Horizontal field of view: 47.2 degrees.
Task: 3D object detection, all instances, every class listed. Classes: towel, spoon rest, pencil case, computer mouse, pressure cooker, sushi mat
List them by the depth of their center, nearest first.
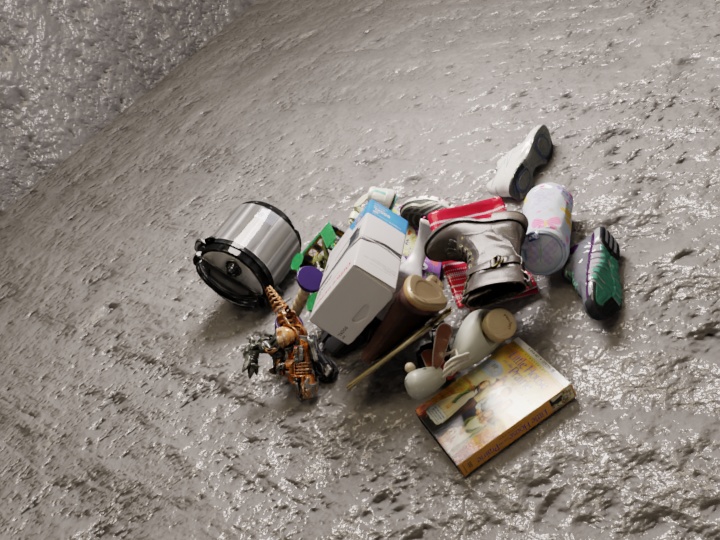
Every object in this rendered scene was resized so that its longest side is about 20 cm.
[{"bbox_3d":[0.062,0.124,1.306,0.200,0.012,0.095,-41,-8,31],"label":"sushi mat"},{"bbox_3d":[0.119,0.122,1.362,0.058,0.034,0.201,-10,29,4],"label":"computer mouse"},{"bbox_3d":[0.312,-0.073,1.396,0.090,0.083,0.200,-21,23,29],"label":"pencil case"},{"bbox_3d":[0.205,-0.034,1.405,0.143,0.023,0.201,-12,57,-5],"label":"towel"},{"bbox_3d":[0.084,0.008,1.440,0.099,0.061,0.201,24,66,8],"label":"spoon rest"},{"bbox_3d":[-0.017,0.101,1.471,0.199,0.053,0.139,-34,32,-6],"label":"computer mouse"},{"bbox_3d":[-0.236,-0.024,1.693,0.175,0.179,0.201,1,43,34],"label":"pressure cooker"}]

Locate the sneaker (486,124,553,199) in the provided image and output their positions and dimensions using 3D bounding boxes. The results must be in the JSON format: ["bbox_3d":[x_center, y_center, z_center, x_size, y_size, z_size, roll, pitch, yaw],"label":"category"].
[{"bbox_3d":[0.315,-0.221,1.633,0.087,0.075,0.200,2,44,46],"label":"sneaker"}]

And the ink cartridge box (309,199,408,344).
[{"bbox_3d":[0.000,0.000,1.365,0.145,0.084,0.201,-51,14,33],"label":"ink cartridge box"}]

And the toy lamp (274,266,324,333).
[{"bbox_3d":[-0.114,0.070,1.488,0.058,0.058,0.200,-62,2,-40],"label":"toy lamp"}]

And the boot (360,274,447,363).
[{"bbox_3d":[0.062,0.087,1.288,0.167,0.072,0.200,-51,-7,12],"label":"boot"}]

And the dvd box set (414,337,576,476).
[{"bbox_3d":[0.193,0.194,1.204,0.199,0.030,0.146,-34,32,-5],"label":"dvd box set"}]

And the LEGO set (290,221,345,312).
[{"bbox_3d":[-0.038,0.013,1.585,0.154,0.115,0.200,-52,35,11],"label":"LEGO set"}]

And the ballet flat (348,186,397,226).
[{"bbox_3d":[0.012,-0.109,1.621,0.070,0.069,0.200,-51,-1,-30],"label":"ballet flat"}]

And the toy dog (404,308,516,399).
[{"bbox_3d":[0.143,0.104,1.247,0.199,0.097,0.132,-22,-21,-39],"label":"toy dog"}]

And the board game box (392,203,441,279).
[{"bbox_3d":[0.097,-0.047,1.551,0.119,0.032,0.201,17,41,-3],"label":"board game box"}]

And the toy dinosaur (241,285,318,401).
[{"bbox_3d":[-0.128,0.130,1.441,0.135,0.102,0.202,-29,52,38],"label":"toy dinosaur"}]

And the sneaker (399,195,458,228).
[{"bbox_3d":[0.153,-0.073,1.517,0.198,0.074,0.088,22,56,20],"label":"sneaker"}]

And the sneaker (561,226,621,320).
[{"bbox_3d":[0.358,0.018,1.298,0.087,0.074,0.201,-31,21,37],"label":"sneaker"}]

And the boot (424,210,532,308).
[{"bbox_3d":[0.176,-0.010,1.284,0.199,0.069,0.175,-17,36,30],"label":"boot"}]
